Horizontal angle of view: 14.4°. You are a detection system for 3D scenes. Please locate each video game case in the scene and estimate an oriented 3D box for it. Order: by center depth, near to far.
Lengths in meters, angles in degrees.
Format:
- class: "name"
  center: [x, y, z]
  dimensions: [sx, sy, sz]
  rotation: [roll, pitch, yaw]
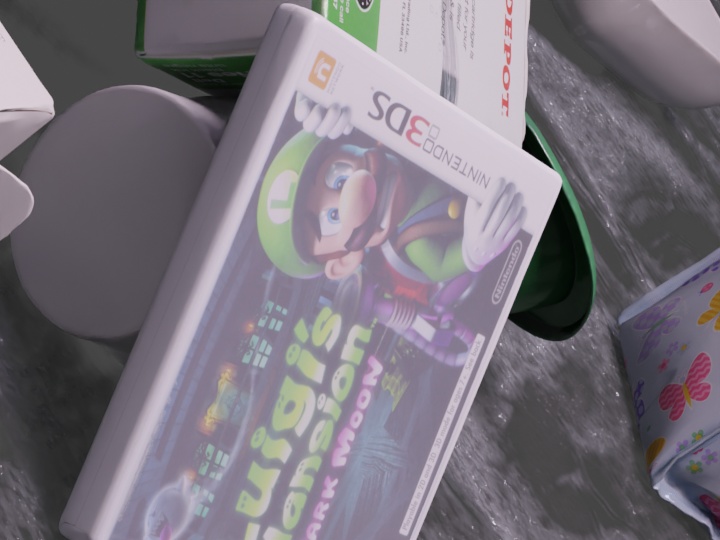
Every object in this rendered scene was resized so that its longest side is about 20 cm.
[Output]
- class: "video game case"
  center: [-0.012, 0.027, 1.049]
  dimensions: [0.023, 0.201, 0.182]
  rotation: [20, -5, 38]

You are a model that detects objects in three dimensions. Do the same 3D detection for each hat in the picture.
- class: "hat"
  center: [0.000, 0.000, 1.368]
  dimensions: [0.166, 0.176, 0.200]
  rotation: [54, -19, 9]

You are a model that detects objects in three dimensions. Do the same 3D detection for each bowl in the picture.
- class: "bowl"
  center: [0.195, -0.213, 2.135]
  dimensions: [0.200, 0.075, 0.200]
  rotation: [30, 30, -49]

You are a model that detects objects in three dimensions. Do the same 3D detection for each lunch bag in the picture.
- class: "lunch bag"
  center: [0.260, 0.054, 1.618]
  dimensions: [0.127, 0.200, 0.170]
  rotation: [44, 20, -26]

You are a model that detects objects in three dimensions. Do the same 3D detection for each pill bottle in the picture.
- class: "pill bottle"
  center: [-0.042, -0.004, 1.117]
  dimensions: [0.200, 0.113, 0.114]
  rotation: [21, 37, -59]

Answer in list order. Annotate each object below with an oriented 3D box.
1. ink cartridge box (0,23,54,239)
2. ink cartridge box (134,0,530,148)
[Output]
- class: "ink cartridge box"
  center: [-0.196, -0.067, 0.826]
  dimensions: [0.201, 0.128, 0.125]
  rotation: [55, 19, 6]
- class: "ink cartridge box"
  center: [-0.005, -0.130, 1.133]
  dimensions: [0.200, 0.083, 0.148]
  rotation: [25, 66, -63]
